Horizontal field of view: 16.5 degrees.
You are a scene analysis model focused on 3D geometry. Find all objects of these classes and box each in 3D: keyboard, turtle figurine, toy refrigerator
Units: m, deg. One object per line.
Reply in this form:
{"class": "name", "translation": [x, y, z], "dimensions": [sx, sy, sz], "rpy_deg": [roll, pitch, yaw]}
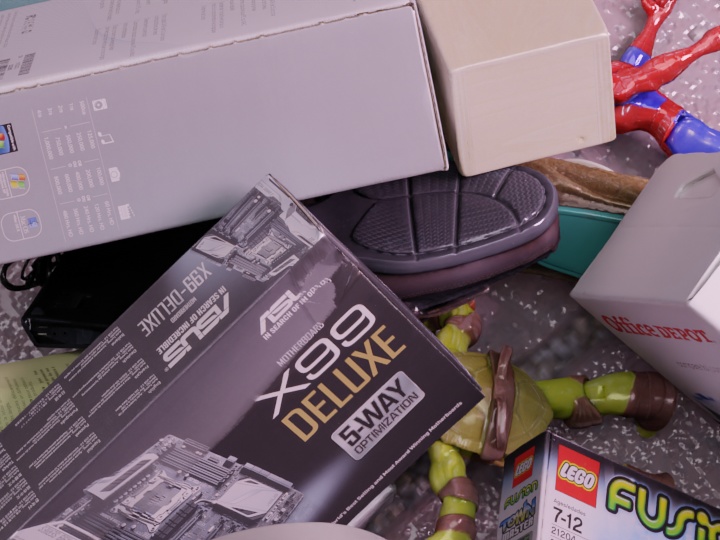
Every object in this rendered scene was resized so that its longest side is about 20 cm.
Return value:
{"class": "keyboard", "translation": [-0.091, -0.020, 1.150], "dimensions": [0.103, 0.040, 0.200], "rpy_deg": [5, 37, 20]}
{"class": "turtle figurine", "translation": [0.066, 0.061, 1.161], "dimensions": [0.160, 0.065, 0.201], "rpy_deg": [10, 48, -10]}
{"class": "toy refrigerator", "translation": [0.056, -0.134, 1.180], "dimensions": [0.075, 0.070, 0.201], "rpy_deg": [-14, 43, -5]}

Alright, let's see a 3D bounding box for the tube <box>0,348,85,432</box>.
{"class": "tube", "translation": [-0.140, 0.066, 1.076], "dimensions": [0.199, 0.052, 0.058], "rpy_deg": [-15, 47, -35]}

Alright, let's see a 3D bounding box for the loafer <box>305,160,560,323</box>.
{"class": "loafer", "translation": [0.000, 0.000, 1.150], "dimensions": [0.199, 0.063, 0.072], "rpy_deg": [-11, 40, 13]}

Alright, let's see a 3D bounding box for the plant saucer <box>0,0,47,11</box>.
{"class": "plant saucer", "translation": [-0.152, -0.133, 1.243], "dimensions": [0.198, 0.027, 0.202], "rpy_deg": [0, 75, 0]}

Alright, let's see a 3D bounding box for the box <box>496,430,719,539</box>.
{"class": "box", "translation": [0.147, 0.159, 1.100], "dimensions": [0.199, 0.035, 0.111], "rpy_deg": [24, 53, -23]}

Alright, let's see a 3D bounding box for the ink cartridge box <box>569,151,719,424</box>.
{"class": "ink cartridge box", "translation": [0.210, 0.042, 1.104], "dimensions": [0.200, 0.146, 0.086], "rpy_deg": [39, 82, -12]}

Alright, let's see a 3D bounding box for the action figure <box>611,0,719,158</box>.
{"class": "action figure", "translation": [0.179, -0.081, 1.213], "dimensions": [0.199, 0.065, 0.099], "rpy_deg": [31, 85, 6]}

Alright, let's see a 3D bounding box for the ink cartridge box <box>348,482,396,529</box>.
{"class": "ink cartridge box", "translation": [-0.086, 0.137, 1.164], "dimensions": [0.200, 0.037, 0.095], "rpy_deg": [-42, 80, -14]}

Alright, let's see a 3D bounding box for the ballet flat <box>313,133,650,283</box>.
{"class": "ballet flat", "translation": [0.073, -0.037, 1.199], "dimensions": [0.198, 0.072, 0.068], "rpy_deg": [11, 119, -2]}

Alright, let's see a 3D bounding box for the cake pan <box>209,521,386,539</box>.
{"class": "cake pan", "translation": [-0.048, 0.179, 1.080], "dimensions": [0.199, 0.201, 0.037], "rpy_deg": [-20, 50, -6]}

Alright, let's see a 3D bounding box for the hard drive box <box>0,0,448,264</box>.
{"class": "hard drive box", "translation": [-0.071, -0.081, 1.094], "dimensions": [0.198, 0.156, 0.077], "rpy_deg": [-12, 110, 1]}

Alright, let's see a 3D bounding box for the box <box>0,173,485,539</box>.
{"class": "box", "translation": [-0.061, 0.074, 1.063], "dimensions": [0.200, 0.158, 0.050], "rpy_deg": [-43, 51, 1]}
